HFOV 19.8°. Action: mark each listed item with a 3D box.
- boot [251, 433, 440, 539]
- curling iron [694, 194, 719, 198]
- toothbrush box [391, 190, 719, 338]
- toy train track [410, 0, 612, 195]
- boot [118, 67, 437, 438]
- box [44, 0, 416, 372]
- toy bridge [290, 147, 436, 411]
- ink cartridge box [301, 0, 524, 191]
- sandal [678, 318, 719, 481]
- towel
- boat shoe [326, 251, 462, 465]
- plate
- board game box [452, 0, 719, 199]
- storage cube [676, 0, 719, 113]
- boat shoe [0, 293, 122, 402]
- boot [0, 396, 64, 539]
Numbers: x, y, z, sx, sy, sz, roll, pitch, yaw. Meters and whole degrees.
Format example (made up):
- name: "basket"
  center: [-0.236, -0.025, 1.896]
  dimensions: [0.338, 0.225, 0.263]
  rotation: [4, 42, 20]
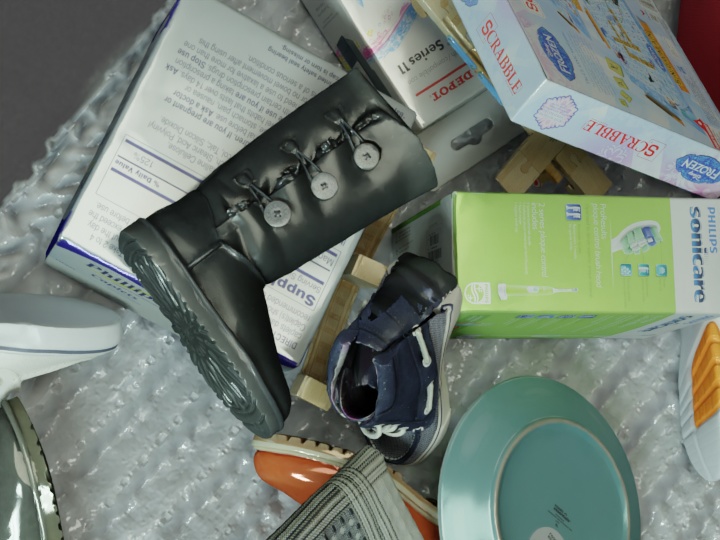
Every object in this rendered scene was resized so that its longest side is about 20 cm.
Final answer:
- name: "boot"
  center: [0.000, 0.185, 1.420]
  dimensions: [0.199, 0.075, 0.108]
  rotation: [30, 80, -11]
- name: "curling iron"
  center: [0.293, -0.018, 1.558]
  dimensions: [0.200, 0.026, 0.050]
  rotation: [52, 51, 1]
- name: "toothbrush box"
  center: [0.136, 0.000, 1.445]
  dimensions: [0.199, 0.146, 0.087]
  rotation: [2, 81, -15]
- name: "toy train track"
  center: [0.101, -0.124, 1.444]
  dimensions: [0.200, 0.032, 0.115]
  rotation: [49, 66, -15]
- name: "boot"
  center: [-0.032, -0.013, 1.338]
  dimensions: [0.200, 0.066, 0.165]
  rotation: [-35, 95, -23]
- name: "box"
  center: [-0.090, -0.056, 1.409]
  dimensions: [0.183, 0.105, 0.201]
  rotation: [29, 75, -11]
- name: "toy bridge"
  center: [0.000, 0.000, 1.445]
  dimensions: [0.027, 0.067, 0.201]
  rotation: [24, 84, -11]
- name: "ink cartridge box"
  center: [0.047, -0.171, 1.485]
  dimensions: [0.117, 0.067, 0.200]
  rotation: [-34, 92, -19]
- name: "sandal"
  center: [0.270, 0.049, 1.511]
  dimensions: [0.059, 0.079, 0.208]
  rotation: [0, 80, -13]
- name: "towel"
  center: [0.001, 0.242, 1.322]
  dimensions: [0.192, 0.034, 0.201]
  rotation: [-39, 110, -51]
- name: "boat shoe"
  center: [0.012, 0.082, 1.372]
  dimensions: [0.074, 0.201, 0.093]
  rotation: [28, 52, 21]
- name: "plate"
  center: [0.135, 0.172, 1.442]
  dimensions: [0.199, 0.026, 0.201]
  rotation: [10, 74, -40]
- name: "board game box"
  center: [0.152, -0.153, 1.418]
  dimensions: [0.199, 0.041, 0.201]
  rotation: [18, 36, -36]
- name: "storage cube"
  center: [0.342, -0.146, 1.501]
  dimensions: [0.199, 0.171, 0.181]
  rotation: [11, 79, -24]
- name: "boat shoe"
  center: [-0.257, 0.059, 1.372]
  dimensions: [0.199, 0.071, 0.070]
  rotation: [-3, 110, -20]
- name: "boot"
  center: [-0.292, 0.189, 1.336]
  dimensions: [0.199, 0.073, 0.183]
  rotation: [-11, 91, -11]
